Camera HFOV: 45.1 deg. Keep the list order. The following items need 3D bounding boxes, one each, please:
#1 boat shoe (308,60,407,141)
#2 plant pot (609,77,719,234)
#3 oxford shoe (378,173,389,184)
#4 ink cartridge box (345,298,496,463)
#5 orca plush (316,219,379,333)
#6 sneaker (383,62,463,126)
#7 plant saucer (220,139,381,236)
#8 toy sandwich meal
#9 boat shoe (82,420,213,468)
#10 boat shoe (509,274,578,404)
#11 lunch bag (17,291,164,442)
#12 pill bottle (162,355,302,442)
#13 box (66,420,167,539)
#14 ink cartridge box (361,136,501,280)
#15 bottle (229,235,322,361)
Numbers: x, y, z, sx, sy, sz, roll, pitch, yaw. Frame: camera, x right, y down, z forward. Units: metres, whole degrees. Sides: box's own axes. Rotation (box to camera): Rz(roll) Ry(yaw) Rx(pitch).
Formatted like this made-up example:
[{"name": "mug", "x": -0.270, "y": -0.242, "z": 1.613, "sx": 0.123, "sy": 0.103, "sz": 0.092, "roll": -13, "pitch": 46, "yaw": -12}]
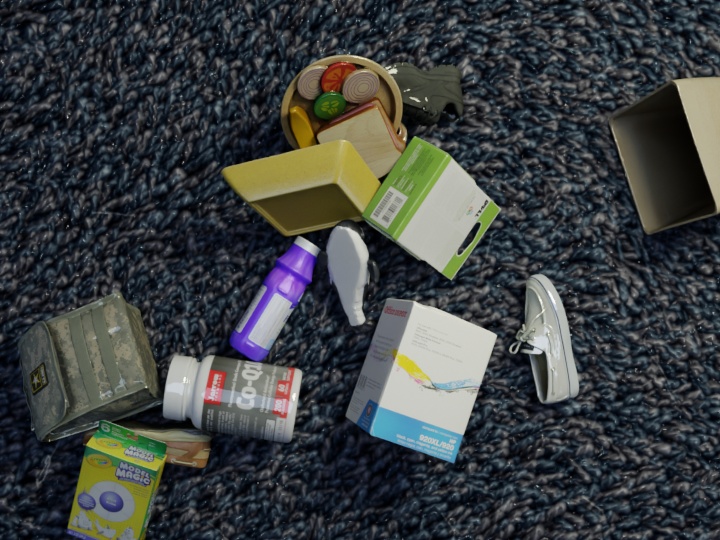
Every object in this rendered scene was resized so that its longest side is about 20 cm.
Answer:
[{"name": "boat shoe", "x": -0.004, "y": -0.270, "z": 1.380, "sx": 0.199, "sy": 0.072, "sz": 0.076, "roll": 36, "pitch": 87, "yaw": 1}, {"name": "plant pot", "x": 0.533, "y": -0.189, "z": 1.335, "sx": 0.175, "sy": 0.200, "sz": 0.202, "roll": -17, "pitch": 87, "yaw": -13}, {"name": "oxford shoe", "x": -0.015, "y": -0.173, "z": 1.383, "sx": 0.200, "sy": 0.058, "sz": 0.075, "roll": 45, "pitch": 89, "yaw": 3}, {"name": "ink cartridge box", "x": 0.089, "y": 0.159, "z": 1.308, "sx": 0.143, "sy": 0.147, "sz": 0.202, "roll": 21, "pitch": 86, "yaw": -14}, {"name": "orca plush", "x": 0.000, "y": 0.000, "z": 1.354, "sx": 0.104, "sy": 0.071, "sz": 0.202, "roll": -4, "pitch": 120, "yaw": 33}, {"name": "sneaker", "x": 0.084, "y": -0.269, "z": 1.346, "sx": 0.198, "sy": 0.076, "sz": 0.092, "roll": -8, "pitch": 80, "yaw": -28}, {"name": "plant saucer", "x": -0.077, "y": -0.109, "z": 1.281, "sx": 0.198, "sy": 0.200, "sz": 0.049, "roll": -12, "pitch": 68, "yaw": 17}, {"name": "toy sandwich meal", "x": -0.023, "y": -0.216, "z": 1.280, "sx": 0.203, "sy": 0.071, "sz": 0.207, "roll": -5, "pitch": 129, "yaw": -6}, {"name": "boat shoe", "x": -0.329, "y": 0.275, "z": 1.343, "sx": 0.197, "sy": 0.076, "sz": 0.075, "roll": 2, "pitch": 90, "yaw": 0}, {"name": "boat shoe", "x": 0.276, "y": 0.112, "z": 1.360, "sx": 0.085, "sy": 0.075, "sz": 0.204, "roll": -14, "pitch": 93, "yaw": -19}, {"name": "lunch bag", "x": -0.421, "y": 0.151, "z": 1.314, "sx": 0.198, "sy": 0.118, "sz": 0.165, "roll": -22, "pitch": 69, "yaw": -1}, {"name": "pill bottle", "x": -0.194, "y": 0.193, "z": 1.325, "sx": 0.198, "sy": 0.114, "sz": 0.115, "roll": 9, "pitch": 86, "yaw": -3}, {"name": "box", "x": -0.367, "y": 0.329, "z": 1.312, "sx": 0.116, "sy": 0.048, "sz": 0.202, "roll": 19, "pitch": 111, "yaw": 0}, {"name": "ink cartridge box", "x": 0.114, "y": -0.089, "z": 1.341, "sx": 0.076, "sy": 0.200, "sz": 0.149, "roll": 36, "pitch": 92, "yaw": 38}, {"name": "bottle", "x": -0.130, "y": 0.043, "z": 1.354, "sx": 0.065, "sy": 0.084, "sz": 0.201, "roll": 32, "pitch": 86, "yaw": -6}]
